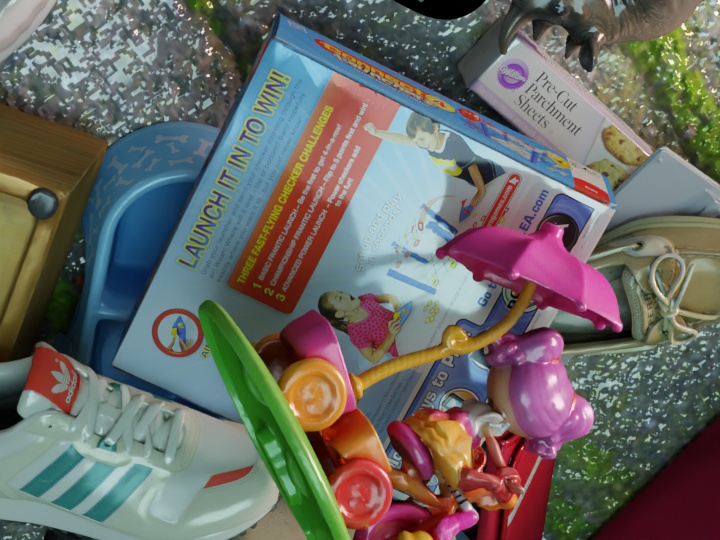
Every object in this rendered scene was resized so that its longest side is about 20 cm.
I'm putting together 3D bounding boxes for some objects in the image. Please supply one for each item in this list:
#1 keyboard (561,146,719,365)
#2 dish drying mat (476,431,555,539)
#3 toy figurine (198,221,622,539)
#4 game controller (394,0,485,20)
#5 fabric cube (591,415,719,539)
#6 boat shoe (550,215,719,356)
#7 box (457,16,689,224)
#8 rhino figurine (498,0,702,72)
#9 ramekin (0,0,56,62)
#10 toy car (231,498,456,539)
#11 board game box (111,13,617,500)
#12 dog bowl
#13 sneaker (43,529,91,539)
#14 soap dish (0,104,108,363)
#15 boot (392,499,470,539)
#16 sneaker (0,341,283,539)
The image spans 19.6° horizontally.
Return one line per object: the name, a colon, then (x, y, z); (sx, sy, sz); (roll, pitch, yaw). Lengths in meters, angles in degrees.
keyboard: (0.125, 0.009, 1.185); (0.056, 0.011, 0.200); (35, 120, -15)
dish drying mat: (0.090, 0.178, 1.255); (0.018, 0.077, 0.201); (18, 116, 27)
toy figurine: (0.046, 0.063, 1.008); (0.183, 0.150, 0.201); (-27, 108, -10)
game controller: (-0.003, -0.208, 1.073); (0.199, 0.042, 0.105); (26, 108, -18)
fabric cube: (0.268, 0.211, 1.225); (0.200, 0.196, 0.199); (39, 104, -22)
boat shoe: (0.130, 0.018, 1.145); (0.199, 0.063, 0.074); (-3, 122, 11)
box: (0.139, -0.062, 1.164); (0.200, 0.039, 0.041); (39, 104, -23)
rhino figurine: (0.156, -0.170, 1.095); (0.200, 0.060, 0.088); (-35, 116, -3)
ramekin: (-0.227, -0.180, 0.993); (0.201, 0.094, 0.204); (-2, 101, -13)
toy car: (-0.054, 0.224, 1.154); (0.163, 0.158, 0.200); (14, 138, -7)
board game box: (0.000, 0.000, 1.088); (0.195, 0.056, 0.201); (26, 109, -8)
dog bowl: (-0.107, 0.020, 1.157); (0.111, 0.050, 0.201); (9, 114, -13)
sneaker: (-0.124, 0.214, 1.233); (0.114, 0.076, 0.200); (-30, 113, 7)
soap dish: (-0.251, -0.024, 1.096); (0.199, 0.081, 0.158); (18, 111, -15)
boot: (0.000, 0.142, 1.230); (0.097, 0.075, 0.200); (-36, 120, -8)
sneaker: (-0.136, 0.085, 1.059); (0.199, 0.071, 0.094); (6, 140, 8)
